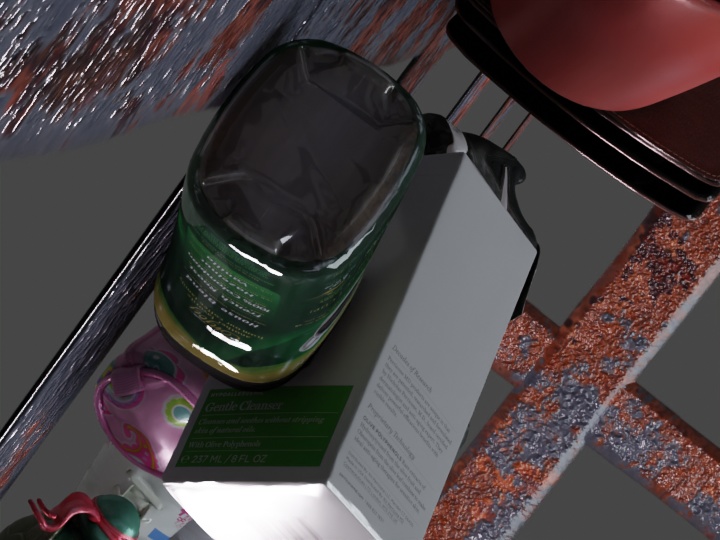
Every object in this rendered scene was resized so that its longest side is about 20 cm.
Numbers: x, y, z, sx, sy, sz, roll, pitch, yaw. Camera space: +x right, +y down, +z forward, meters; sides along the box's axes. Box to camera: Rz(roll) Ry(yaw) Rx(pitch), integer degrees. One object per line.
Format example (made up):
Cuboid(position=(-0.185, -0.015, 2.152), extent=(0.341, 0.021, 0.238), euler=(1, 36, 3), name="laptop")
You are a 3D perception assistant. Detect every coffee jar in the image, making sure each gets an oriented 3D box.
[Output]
Cuboid(position=(-0.037, -0.018, 1.147), extent=(0.104, 0.085, 0.200), euler=(-55, 177, -22), name="coffee jar")

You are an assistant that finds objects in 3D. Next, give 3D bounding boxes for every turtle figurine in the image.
Cuboid(position=(-0.164, 0.179, 1.348), extent=(0.200, 0.101, 0.150), euler=(-38, 166, 18), name="turtle figurine")

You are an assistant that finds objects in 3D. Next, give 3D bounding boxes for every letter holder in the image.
Cuboid(position=(0.148, -0.118, 1.568), extent=(0.142, 0.200, 0.101), euler=(-49, 175, -41), name="letter holder")

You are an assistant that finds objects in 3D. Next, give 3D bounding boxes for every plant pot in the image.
Cuboid(position=(0.170, -0.188, 1.435), extent=(0.200, 0.200, 0.177), euler=(-50, -174, -33), name="plant pot")

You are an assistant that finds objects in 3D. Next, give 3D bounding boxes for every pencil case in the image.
Cuboid(position=(-0.057, 0.024, 1.356), extent=(0.200, 0.087, 0.087), euler=(-50, 176, -39), name="pencil case")

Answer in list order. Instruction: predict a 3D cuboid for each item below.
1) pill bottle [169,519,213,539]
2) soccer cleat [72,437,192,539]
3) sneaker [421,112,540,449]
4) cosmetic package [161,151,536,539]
Cuboid(position=(-0.136, 0.200, 1.727), extent=(0.113, 0.113, 0.200), euler=(-53, 176, 4), name="pill bottle")
Cuboid(position=(-0.142, 0.149, 1.527), extent=(0.086, 0.070, 0.200), euler=(-49, 175, -38), name="soccer cleat")
Cuboid(position=(0.067, 0.012, 1.492), extent=(0.066, 0.090, 0.201), euler=(-17, -113, 53), name="sneaker")
Cuboid(position=(-0.002, 0.045, 1.268), extent=(0.107, 0.085, 0.200), euler=(-5, -130, 36), name="cosmetic package")
